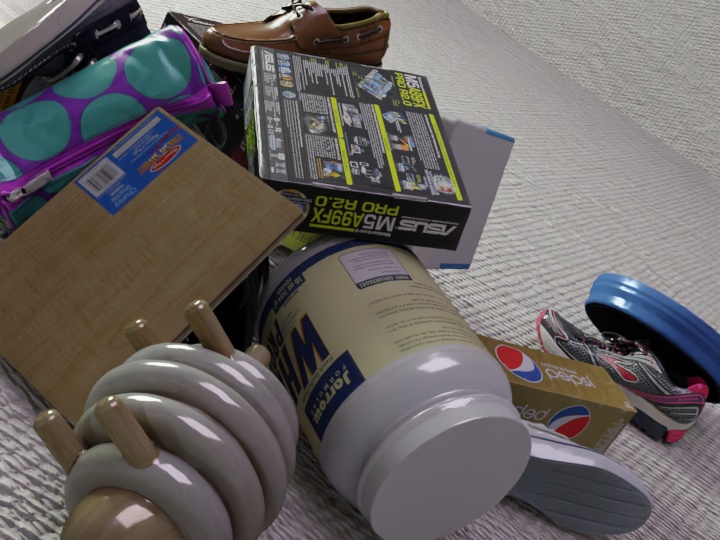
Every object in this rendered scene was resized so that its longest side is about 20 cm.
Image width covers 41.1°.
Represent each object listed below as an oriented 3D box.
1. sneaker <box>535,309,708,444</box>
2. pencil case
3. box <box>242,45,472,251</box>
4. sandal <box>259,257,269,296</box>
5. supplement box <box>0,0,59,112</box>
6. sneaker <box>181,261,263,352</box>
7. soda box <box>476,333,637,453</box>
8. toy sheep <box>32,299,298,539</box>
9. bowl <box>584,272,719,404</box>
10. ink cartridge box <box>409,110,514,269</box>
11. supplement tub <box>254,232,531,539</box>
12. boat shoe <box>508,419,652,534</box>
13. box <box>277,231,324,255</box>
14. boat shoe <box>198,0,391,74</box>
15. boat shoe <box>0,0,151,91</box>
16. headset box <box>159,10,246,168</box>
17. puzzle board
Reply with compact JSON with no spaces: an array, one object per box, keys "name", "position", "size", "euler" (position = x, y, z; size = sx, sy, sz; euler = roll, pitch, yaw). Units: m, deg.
[{"name":"sneaker","position":[0.282,0.100,1.050],"size":[0.200,0.075,0.081],"euler":[33,24,5]},{"name":"pencil case","position":[-0.203,-0.108,0.732],"size":[0.092,0.200,0.085],"euler":[43,-20,46]},{"name":"box","position":[-0.010,-0.101,0.764],"size":[0.160,0.044,0.200],"euler":[7,39,-15]},{"name":"sandal","position":[-0.119,-0.032,0.830],"size":[0.059,0.079,0.207],"euler":[5,33,-40]},{"name":"supplement box","position":[-0.291,-0.186,0.885],"size":[0.086,0.111,0.200],"euler":[37,25,13]},{"name":"sneaker","position":[-0.093,0.012,0.681],"size":[0.072,0.083,0.201],"euler":[17,58,-25]},{"name":"soda box","position":[0.155,0.115,0.887],"size":[0.199,0.064,0.068],"euler":[17,28,-31]},{"name":"toy sheep","position":[-0.098,0.098,0.541],"size":[0.138,0.138,0.200],"euler":[33,40,4]},{"name":"bowl","position":[0.342,0.081,1.092],"size":[0.200,0.039,0.201],"euler":[38,-7,6]},{"name":"ink cartridge box","position":[0.020,-0.103,0.970],"size":[0.200,0.147,0.147],"euler":[24,12,29]},{"name":"supplement tub","position":[0.020,0.079,0.698],"size":[0.145,0.145,0.200],"euler":[11,31,-38]},{"name":"boat shoe","position":[0.148,0.154,0.791],"size":[0.199,0.074,0.067],"euler":[24,28,-15]},{"name":"box","position":[0.000,0.000,0.837],"size":[0.075,0.050,0.200],"euler":[27,-8,39]},{"name":"boat shoe","position":[-0.057,-0.219,0.882],"size":[0.200,0.068,0.072],"euler":[-10,40,-42]},{"name":"boat shoe","position":[-0.229,-0.174,0.776],"size":[0.093,0.074,0.200],"euler":[63,34,-29]},{"name":"headset box","position":[-0.132,-0.127,0.911],"size":[0.200,0.149,0.077],"euler":[44,28,28]},{"name":"puzzle board","position":[-0.157,-0.008,0.643],"size":[0.151,0.200,0.017],"euler":[36,-19,24]}]
